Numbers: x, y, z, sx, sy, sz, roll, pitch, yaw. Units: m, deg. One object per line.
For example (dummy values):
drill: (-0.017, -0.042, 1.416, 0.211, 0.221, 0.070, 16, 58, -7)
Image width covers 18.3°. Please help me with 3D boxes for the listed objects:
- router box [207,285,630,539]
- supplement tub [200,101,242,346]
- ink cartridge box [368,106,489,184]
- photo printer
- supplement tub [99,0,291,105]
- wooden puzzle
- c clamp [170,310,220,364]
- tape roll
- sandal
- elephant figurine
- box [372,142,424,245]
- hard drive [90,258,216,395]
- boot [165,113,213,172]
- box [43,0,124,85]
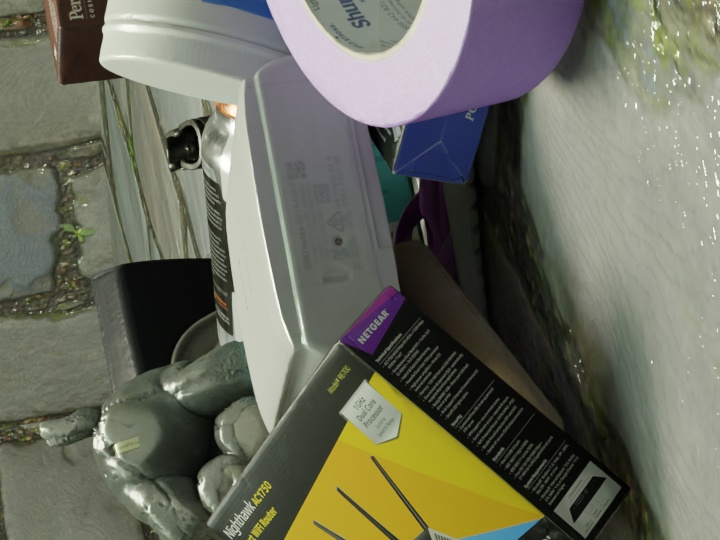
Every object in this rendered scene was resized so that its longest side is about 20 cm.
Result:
router box: (0.022, 0.116, 1.096, 0.149, 0.051, 0.200, 40, 141, 4)
supplement tub: (-0.040, -0.037, 1.460, 0.123, 0.122, 0.201, -118, 21, -60)
ink cartridge box: (0.023, -0.130, 1.196, 0.200, 0.044, 0.094, -119, 40, -62)
photo printer: (-0.030, -0.001, 1.213, 0.200, 0.069, 0.167, 107, 154, -70)
supplement tub: (-0.073, -0.206, 1.327, 0.132, 0.131, 0.201, 169, 113, -79)
wooden puzzle: (0.062, 0.109, 1.202, 0.185, 0.046, 0.201, -127, 33, -47)
c clamp: (-0.037, 0.071, 1.539, 0.200, 0.170, 0.027, 60, 164, 26)
tape roll: (0.021, -0.169, 1.018, 0.200, 0.065, 0.201, 35, 133, 50)
sandal: (0.038, -0.007, 1.263, 0.082, 0.050, 0.204, -133, 36, -72)
elephant figurine: (-0.072, 0.125, 1.431, 0.155, 0.141, 0.200, 54, -168, 20)
box: (0.000, 0.000, 1.341, 0.049, 0.082, 0.201, -12, -90, -85)
hard drive: (-0.088, 0.051, 1.616, 0.042, 0.199, 0.135, -53, 43, 46)
boot: (-0.080, -0.096, 1.597, 0.200, 0.130, 0.068, 162, 100, -79)
box: (-0.111, -0.193, 1.492, 0.075, 0.199, 0.101, 102, 156, -62)
